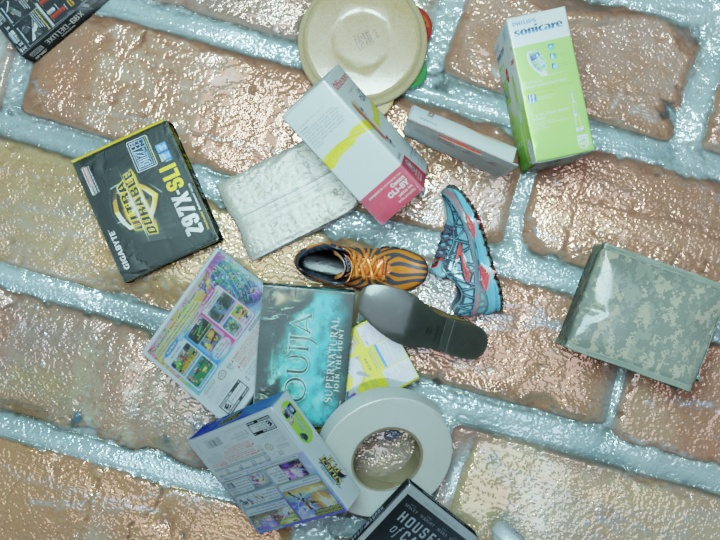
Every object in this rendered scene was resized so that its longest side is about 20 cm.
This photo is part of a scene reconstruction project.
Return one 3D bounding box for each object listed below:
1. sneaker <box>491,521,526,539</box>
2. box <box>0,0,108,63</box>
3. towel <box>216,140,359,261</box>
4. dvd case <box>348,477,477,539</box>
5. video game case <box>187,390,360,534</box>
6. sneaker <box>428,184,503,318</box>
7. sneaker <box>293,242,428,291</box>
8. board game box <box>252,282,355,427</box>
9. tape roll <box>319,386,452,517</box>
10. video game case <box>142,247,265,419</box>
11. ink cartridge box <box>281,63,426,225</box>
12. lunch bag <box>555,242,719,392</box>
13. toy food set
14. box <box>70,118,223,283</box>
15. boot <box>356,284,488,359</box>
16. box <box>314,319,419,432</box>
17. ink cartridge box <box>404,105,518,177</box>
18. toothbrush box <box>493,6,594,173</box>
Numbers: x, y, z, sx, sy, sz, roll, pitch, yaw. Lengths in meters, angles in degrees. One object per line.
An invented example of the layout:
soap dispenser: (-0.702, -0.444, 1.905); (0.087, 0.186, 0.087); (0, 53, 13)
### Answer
sneaker: (0.230, 0.476, 1.236); (0.115, 0.075, 0.200); (-36, 93, -1)
box: (-0.503, -0.442, 1.263); (0.158, 0.050, 0.200); (-40, 89, 2)
towel: (-0.103, -0.115, 1.262); (0.199, 0.034, 0.133); (-26, 88, 1)
dvd case: (0.055, 0.422, 1.242); (0.150, 0.025, 0.200); (41, 95, -19)
video game case: (-0.126, 0.277, 1.195); (0.200, 0.045, 0.182); (-27, 102, 39)
sneaker: (0.142, -0.025, 1.232); (0.095, 0.079, 0.201); (-17, 90, 4)
sneaker: (0.000, 0.000, 1.220); (0.199, 0.112, 0.078); (2, 91, 2)
board game box: (-0.083, 0.122, 1.209); (0.135, 0.028, 0.201); (5, 96, -4)
tape roll: (0.036, 0.265, 1.222); (0.202, 0.037, 0.204); (-4, 112, -11)
video game case: (-0.202, 0.098, 1.255); (0.182, 0.024, 0.200); (37, 94, 13)
ink cartridge box: (-0.003, -0.180, 1.176); (0.083, 0.145, 0.200); (-40, 103, 19)
lunch bag: (0.407, 0.067, 1.205); (0.199, 0.118, 0.165); (20, 90, 6)
toy food set: (0.007, -0.336, 1.248); (0.198, 0.049, 0.200); (-42, 89, 2)
box: (-0.319, -0.103, 1.263); (0.159, 0.049, 0.201); (-23, 90, 0)
boot: (0.084, 0.074, 1.228); (0.199, 0.075, 0.074); (23, 95, -9)
box: (-0.025, 0.156, 1.257); (0.199, 0.048, 0.118); (-28, 90, 0)
ink cartridge box: (0.140, -0.187, 1.169); (0.162, 0.200, 0.050); (24, 91, 1)
toothbrush box: (0.257, -0.249, 1.192); (0.086, 0.146, 0.201); (-11, 91, 3)
